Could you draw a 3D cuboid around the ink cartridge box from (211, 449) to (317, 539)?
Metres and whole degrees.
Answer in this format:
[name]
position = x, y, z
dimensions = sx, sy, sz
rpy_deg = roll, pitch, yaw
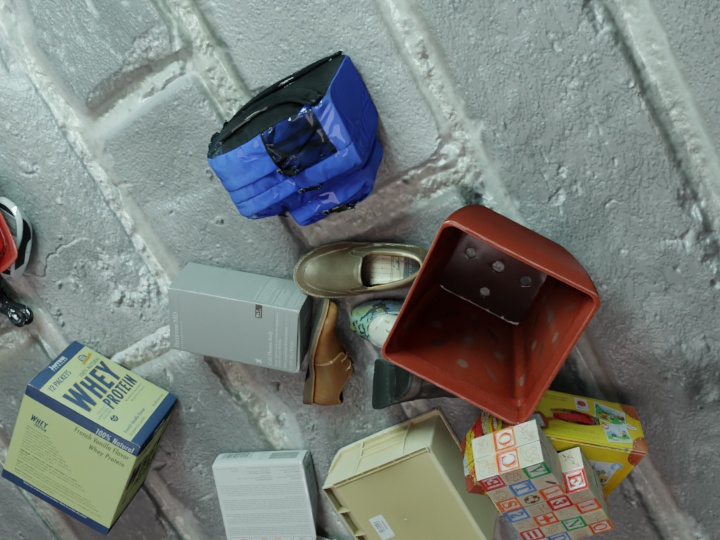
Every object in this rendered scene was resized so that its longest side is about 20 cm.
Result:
[ink cartridge box]
position = -0.142, 0.389, 1.384
dimensions = 0.157, 0.050, 0.204
rpy_deg = -6, 105, 17

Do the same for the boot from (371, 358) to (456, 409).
[boot]
position = 0.114, 0.162, 1.201
dimensions = 0.170, 0.200, 0.071
rpy_deg = 7, 79, -18

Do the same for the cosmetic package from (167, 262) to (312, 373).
[cosmetic package]
position = -0.170, 0.066, 1.240
dimensions = 0.195, 0.091, 0.109
rpy_deg = 7, 118, 8

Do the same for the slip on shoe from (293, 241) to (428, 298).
[slip on shoe]
position = 0.000, 0.000, 1.166
dimensions = 0.195, 0.061, 0.078
rpy_deg = 0, 94, 13

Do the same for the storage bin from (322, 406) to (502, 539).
[storage bin]
position = 0.076, 0.343, 1.295
dimensions = 0.196, 0.094, 0.202
rpy_deg = -26, 105, 24

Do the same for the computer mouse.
[computer mouse]
position = -0.529, -0.021, 1.319
dimensions = 0.109, 0.044, 0.203
rpy_deg = 32, 121, 19

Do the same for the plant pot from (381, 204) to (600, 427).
[plant pot]
position = 0.164, 0.030, 1.082
dimensions = 0.197, 0.177, 0.202
rpy_deg = 26, 119, 2

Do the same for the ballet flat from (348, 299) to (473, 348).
[ballet flat]
position = 0.073, 0.085, 1.193
dimensions = 0.195, 0.074, 0.076
rpy_deg = 4, 115, 13

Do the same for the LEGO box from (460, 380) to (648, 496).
[LEGO box]
position = 0.252, 0.238, 1.155
dimensions = 0.196, 0.078, 0.150
rpy_deg = 12, 132, -14

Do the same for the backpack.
[backpack]
position = -0.082, -0.144, 1.079
dimensions = 0.197, 0.163, 0.170
rpy_deg = -20, 111, 21

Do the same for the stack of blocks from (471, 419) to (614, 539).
[stack of blocks]
position = 0.230, 0.269, 1.087
dimensions = 0.113, 0.059, 0.201
rpy_deg = -22, 132, 18

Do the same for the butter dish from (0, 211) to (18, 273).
[butter dish]
position = -0.618, -0.061, 1.244
dimensions = 0.198, 0.147, 0.203
rpy_deg = -23, 94, 35

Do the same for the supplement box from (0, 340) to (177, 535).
[supplement box]
position = -0.426, 0.262, 1.369
dimensions = 0.197, 0.135, 0.202
rpy_deg = 28, 118, 1

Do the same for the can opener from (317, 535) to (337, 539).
[can opener]
position = -0.108, 0.445, 1.410
dimensions = 0.196, 0.067, 0.054
rpy_deg = 17, 118, 13

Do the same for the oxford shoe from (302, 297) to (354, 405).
[oxford shoe]
position = -0.040, 0.117, 1.232
dimensions = 0.070, 0.072, 0.202
rpy_deg = 9, 134, 3
